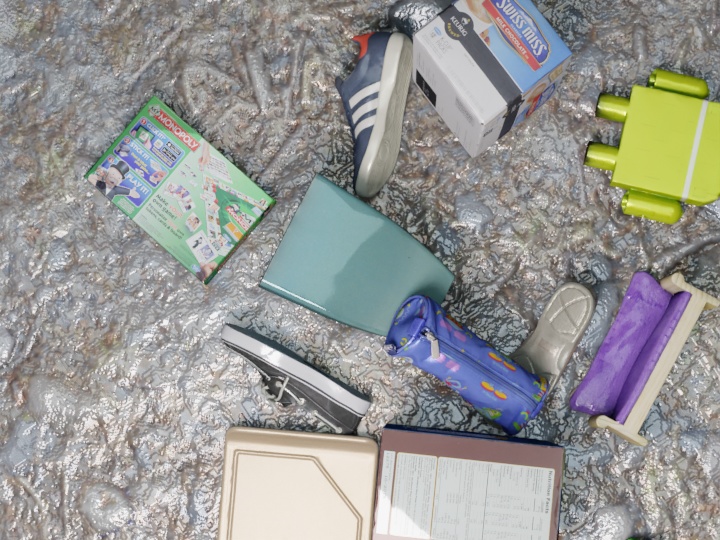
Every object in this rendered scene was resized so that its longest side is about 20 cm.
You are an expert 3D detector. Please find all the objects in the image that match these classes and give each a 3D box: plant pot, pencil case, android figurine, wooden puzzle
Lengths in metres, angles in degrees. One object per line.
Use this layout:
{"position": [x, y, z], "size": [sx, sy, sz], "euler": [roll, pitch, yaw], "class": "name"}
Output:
{"position": [0.000, 0.000, 1.611], "size": [0.199, 0.141, 0.142], "euler": [27, 86, -3], "class": "plant pot"}
{"position": [0.119, 0.106, 1.542], "size": [0.199, 0.087, 0.078], "euler": [35, 87, -17], "class": "pencil case"}
{"position": [0.374, -0.149, 1.658], "size": [0.198, 0.041, 0.184], "euler": [12, 85, 4], "class": "android figurine"}
{"position": [-0.076, 0.289, 1.636], "size": [0.183, 0.037, 0.202], "euler": [5, 92, 3], "class": "wooden puzzle"}

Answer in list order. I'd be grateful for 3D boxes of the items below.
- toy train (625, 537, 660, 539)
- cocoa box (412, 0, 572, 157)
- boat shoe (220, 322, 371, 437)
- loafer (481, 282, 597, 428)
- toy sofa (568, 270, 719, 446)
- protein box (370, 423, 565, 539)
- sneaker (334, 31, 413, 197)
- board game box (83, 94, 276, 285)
{"position": [0.315, 0.409, 1.607], "size": [0.056, 0.042, 0.202], "euler": [11, 85, 13], "class": "toy train"}
{"position": [0.148, -0.237, 1.595], "size": [0.131, 0.200, 0.134], "euler": [-37, 84, -2], "class": "cocoa box"}
{"position": [-0.087, 0.134, 1.634], "size": [0.198, 0.074, 0.068], "euler": [31, 92, -11], "class": "boat shoe"}
{"position": [0.218, 0.103, 1.627], "size": [0.072, 0.063, 0.201], "euler": [40, 105, 23], "class": "loafer"}
{"position": [0.329, 0.099, 1.614], "size": [0.097, 0.083, 0.201], "euler": [29, 86, 3], "class": "toy sofa"}
{"position": [0.117, 0.250, 1.549], "size": [0.198, 0.199, 0.136], "euler": [6, 85, 3], "class": "protein box"}
{"position": [0.005, -0.191, 1.668], "size": [0.084, 0.075, 0.202], "euler": [12, 88, 21], "class": "sneaker"}
{"position": [-0.220, -0.098, 1.682], "size": [0.200, 0.029, 0.135], "euler": [41, 86, 6], "class": "board game box"}
